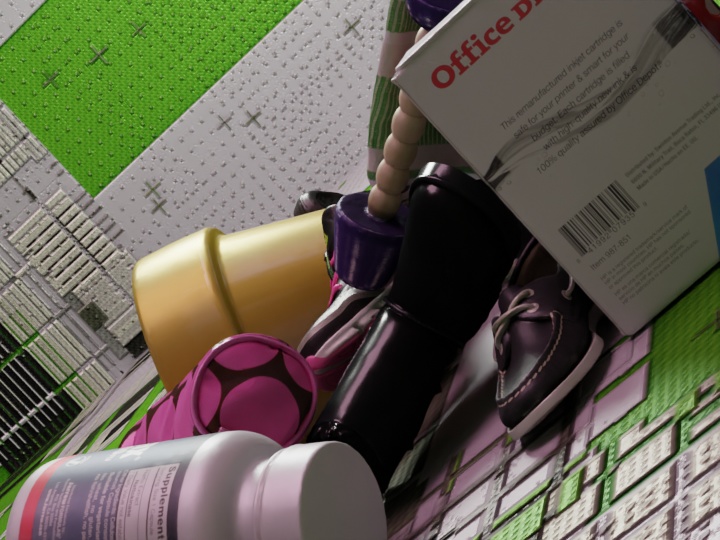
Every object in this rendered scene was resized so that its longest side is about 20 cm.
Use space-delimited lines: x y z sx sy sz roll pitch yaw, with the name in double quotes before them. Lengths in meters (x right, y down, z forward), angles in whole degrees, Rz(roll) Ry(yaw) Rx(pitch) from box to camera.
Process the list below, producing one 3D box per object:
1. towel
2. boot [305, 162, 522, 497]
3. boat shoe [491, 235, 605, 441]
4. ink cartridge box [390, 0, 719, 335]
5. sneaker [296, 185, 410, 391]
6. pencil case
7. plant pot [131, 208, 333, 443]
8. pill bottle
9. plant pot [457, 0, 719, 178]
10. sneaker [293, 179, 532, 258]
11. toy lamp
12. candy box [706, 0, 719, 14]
"towel" 0.067 -0.154 1.317 0.152 0.023 0.201 -9 -63 -49
"boot" 0.026 0.043 1.195 0.163 0.073 0.198 -56 -14 -20
"boat shoe" 0.105 0.031 1.145 0.074 0.060 0.200 -41 6 30
"ink cartridge box" 0.137 -0.090 1.107 0.145 0.200 0.084 -41 7 14
"sneaker" 0.000 0.000 1.325 0.200 0.087 0.074 -52 -15 -37
"pencil case" -0.097 0.111 1.253 0.094 0.091 0.200 -50 2 -31
"plant pot" -0.040 0.043 1.449 0.188 0.201 0.201 -26 9 8
"pill bottle" -0.091 0.154 1.118 0.199 0.120 0.120 -11 23 30
"plant pot" 0.157 -0.128 1.264 0.183 0.200 0.200 -50 8 -13
"sneaker" 0.056 -0.050 1.517 0.060 0.199 0.105 -72 4 -63
"toy lamp" 0.025 -0.080 1.219 0.058 0.058 0.201 -56 -15 -63
"candy box" 0.163 -0.150 1.447 0.200 0.168 0.072 -42 -10 3
